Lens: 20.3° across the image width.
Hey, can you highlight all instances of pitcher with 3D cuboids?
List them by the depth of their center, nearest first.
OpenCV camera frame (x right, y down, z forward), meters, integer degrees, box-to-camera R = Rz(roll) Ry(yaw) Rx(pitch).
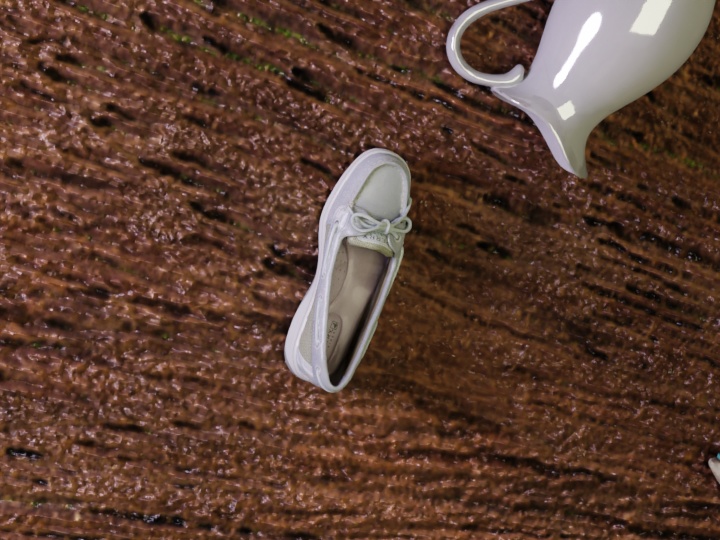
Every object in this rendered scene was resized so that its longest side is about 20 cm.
[{"bbox_3d":[0.186,-0.204,1.675,0.171,0.121,0.200,39,94,-13],"label":"pitcher"}]

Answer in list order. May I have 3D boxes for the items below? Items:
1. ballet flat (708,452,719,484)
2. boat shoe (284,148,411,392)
[{"bbox_3d":[0.403,0.224,1.897,0.199,0.067,0.063,17,103,-28],"label":"ballet flat"},{"bbox_3d":[-0.002,0.000,1.642,0.074,0.065,0.203,22,90,-29],"label":"boat shoe"}]
